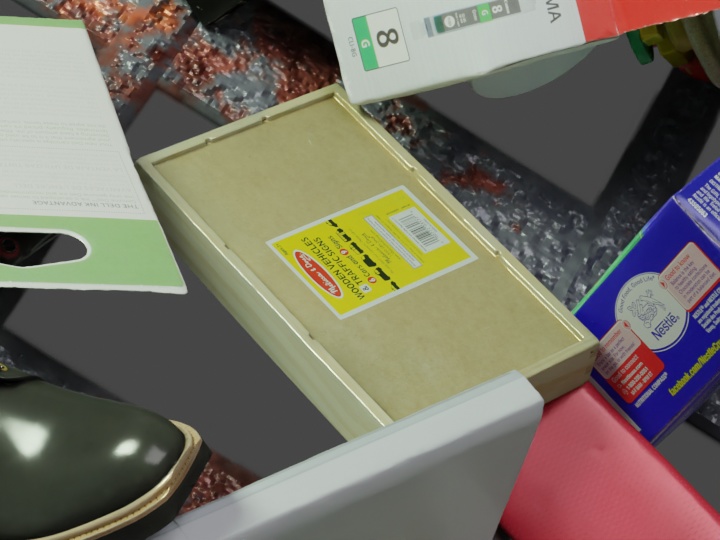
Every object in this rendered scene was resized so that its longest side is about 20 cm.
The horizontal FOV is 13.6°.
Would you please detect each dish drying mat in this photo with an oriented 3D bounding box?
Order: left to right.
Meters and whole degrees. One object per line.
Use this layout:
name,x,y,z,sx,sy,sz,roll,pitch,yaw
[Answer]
dish drying mat,0.139,0.140,1.369,0.077,0.018,0.200,-43,79,-7

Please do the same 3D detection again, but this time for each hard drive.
hard drive,-0.021,0.122,1.253,0.199,0.132,0.027,-21,56,-34

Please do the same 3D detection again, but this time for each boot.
boot,-0.167,0.042,1.175,0.078,0.199,0.139,-59,135,-40

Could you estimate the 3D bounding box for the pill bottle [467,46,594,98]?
pill bottle,0.046,-0.190,1.512,0.112,0.113,0.201,-13,63,-31

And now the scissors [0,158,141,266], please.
scissors,-0.164,0.002,1.352,0.199,0.014,0.073,-19,64,-34

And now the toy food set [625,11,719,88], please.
toy food set,0.149,-0.187,1.536,0.048,0.198,0.201,-16,81,14

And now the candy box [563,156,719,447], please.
candy box,0.187,-0.015,1.418,0.077,0.169,0.200,47,51,8

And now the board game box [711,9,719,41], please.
board game box,0.193,-0.159,1.499,0.034,0.200,0.127,-16,88,14

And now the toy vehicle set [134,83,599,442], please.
toy vehicle set,0.000,0.000,1.384,0.124,0.027,0.200,-22,54,-33

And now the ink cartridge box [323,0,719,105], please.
ink cartridge box,0.066,-0.175,1.399,0.050,0.199,0.162,-21,98,-57

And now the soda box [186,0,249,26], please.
soda box,-0.095,-0.224,1.466,0.063,0.071,0.201,-38,97,-38

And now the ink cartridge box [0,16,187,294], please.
ink cartridge box,-0.170,-0.040,1.319,0.145,0.048,0.201,2,40,-24
